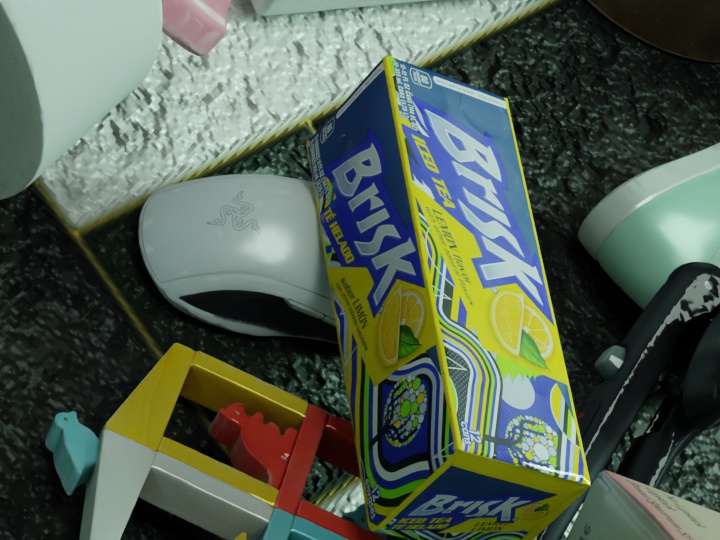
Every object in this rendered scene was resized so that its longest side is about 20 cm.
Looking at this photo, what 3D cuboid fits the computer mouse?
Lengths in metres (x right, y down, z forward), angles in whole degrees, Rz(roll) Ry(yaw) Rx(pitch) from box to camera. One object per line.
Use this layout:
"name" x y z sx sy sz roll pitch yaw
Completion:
"computer mouse" 0.000 0.000 1.241 0.199 0.044 0.110 11 56 -29

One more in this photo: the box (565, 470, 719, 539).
"box" 0.176 0.178 1.164 0.199 0.110 0.128 21 11 -22

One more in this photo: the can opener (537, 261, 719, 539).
"can opener" 0.114 0.075 1.243 0.063 0.079 0.200 38 68 3

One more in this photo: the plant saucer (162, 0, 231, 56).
"plant saucer" -0.120 -0.174 1.189 0.201 0.051 0.201 45 5 -5

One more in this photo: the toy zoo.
"toy zoo" -0.030 0.101 1.134 0.199 0.021 0.132 26 37 -4

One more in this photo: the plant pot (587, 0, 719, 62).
"plant pot" 0.202 -0.237 1.435 0.186 0.200 0.188 18 52 -24

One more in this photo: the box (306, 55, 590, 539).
"box" 0.033 0.013 1.176 0.070 0.064 0.201 17 46 -31

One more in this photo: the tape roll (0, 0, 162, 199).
"tape roll" -0.170 -0.125 1.093 0.202 0.202 0.071 45 61 -1

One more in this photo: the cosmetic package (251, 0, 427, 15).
"cosmetic package" 0.022 -0.185 1.361 0.199 0.074 0.102 -9 61 -37

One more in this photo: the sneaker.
"sneaker" 0.209 -0.012 1.367 0.200 0.074 0.119 -26 71 -29
